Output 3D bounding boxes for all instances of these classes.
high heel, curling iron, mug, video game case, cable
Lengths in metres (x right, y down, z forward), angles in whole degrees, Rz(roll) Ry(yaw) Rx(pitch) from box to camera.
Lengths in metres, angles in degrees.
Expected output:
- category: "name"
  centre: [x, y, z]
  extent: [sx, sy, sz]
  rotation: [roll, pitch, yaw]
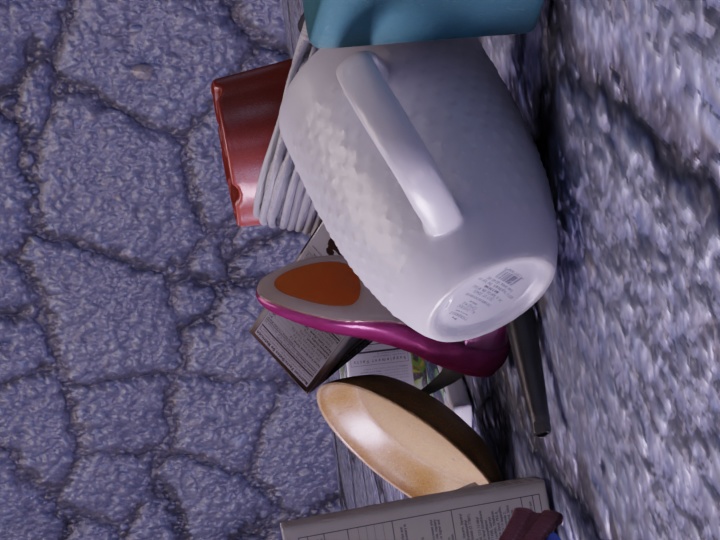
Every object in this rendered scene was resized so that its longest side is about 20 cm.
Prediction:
- category: "high heel"
  centre: [0.018, 0.043, 1.061]
  extent: [0.097, 0.197, 0.068]
  rotation: [97, 171, -48]
- category: "curling iron"
  centre: [0.105, 0.027, 0.986]
  extent: [0.050, 0.025, 0.202]
  rotation: [-43, 50, 37]
- category: "mug"
  centre: [0.038, -0.061, 0.862]
  extent: [0.177, 0.147, 0.200]
  rotation: [64, -173, 27]
- category: "video game case"
  centre: [0.083, 0.142, 1.428]
  extent: [0.201, 0.023, 0.184]
  rotation: [-105, 9, -53]
- category: "cable"
  centre: [-0.034, -0.129, 1.151]
  extent: [0.200, 0.068, 0.203]
  rotation: [-137, 63, -84]

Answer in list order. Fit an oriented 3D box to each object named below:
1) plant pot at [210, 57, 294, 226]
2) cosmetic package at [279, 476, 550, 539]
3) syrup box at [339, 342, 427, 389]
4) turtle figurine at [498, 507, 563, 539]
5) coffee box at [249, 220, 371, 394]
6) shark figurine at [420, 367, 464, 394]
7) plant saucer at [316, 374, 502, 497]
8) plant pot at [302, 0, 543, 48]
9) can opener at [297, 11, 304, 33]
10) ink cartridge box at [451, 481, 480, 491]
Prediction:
- category: "plant pot"
  centre: [-0.044, -0.135, 1.404]
  extent: [0.201, 0.192, 0.204]
  rotation: [170, 90, -84]
- category: "cosmetic package"
  centre: [0.045, 0.221, 1.031]
  extent: [0.073, 0.197, 0.105]
  rotation: [122, 139, -83]
- category: "syrup box"
  centre: [0.018, 0.070, 1.385]
  extent: [0.079, 0.080, 0.203]
  rotation: [130, 132, -82]
- category: "turtle figurine"
  centre: [0.098, 0.258, 0.875]
  extent: [0.144, 0.200, 0.194]
  rotation: [47, 170, -2]
- category: "coffee box"
  centre: [0.000, 0.000, 1.162]
  extent: [0.080, 0.113, 0.200]
  rotation: [44, 137, 8]
- category: "shark figurine"
  centre: [0.049, 0.022, 1.290]
  extent: [0.128, 0.088, 0.217]
  rotation: [95, 167, -73]
- category: "plant saucer"
  centre: [0.051, 0.151, 1.219]
  extent: [0.036, 0.199, 0.201]
  rotation: [-52, -15, -22]
- category: "plant pot"
  centre: [0.042, -0.239, 0.752]
  extent: [0.200, 0.139, 0.143]
  rotation: [112, 149, -65]
- category: "can opener"
  centre: [-0.019, -0.273, 1.357]
  extent: [0.067, 0.052, 0.200]
  rotation: [-62, 8, -23]
- category: "ink cartridge box"
  centre: [0.036, 0.274, 1.107]
  extent: [0.083, 0.198, 0.147]
  rotation: [117, 132, -85]
